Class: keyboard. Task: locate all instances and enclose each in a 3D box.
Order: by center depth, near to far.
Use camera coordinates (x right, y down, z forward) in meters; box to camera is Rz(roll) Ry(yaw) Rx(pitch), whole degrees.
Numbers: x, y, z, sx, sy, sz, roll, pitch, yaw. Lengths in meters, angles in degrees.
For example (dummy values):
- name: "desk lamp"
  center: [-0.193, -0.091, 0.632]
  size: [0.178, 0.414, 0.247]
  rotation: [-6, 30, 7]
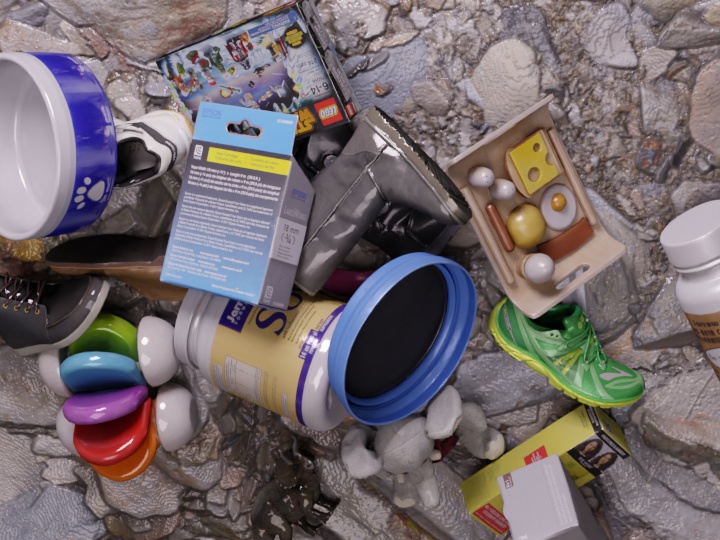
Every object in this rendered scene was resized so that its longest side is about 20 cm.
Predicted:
- name: "keyboard"
  center: [0.238, 0.045, 1.551]
  size: [0.055, 0.011, 0.203]
  rotation: [-3, 112, 14]

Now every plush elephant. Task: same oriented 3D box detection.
- name: "plush elephant"
  center: [0.065, 0.204, 1.558]
  size: [0.163, 0.155, 0.202]
  rotation: [-25, 108, 16]

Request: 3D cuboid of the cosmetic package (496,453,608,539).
- name: "cosmetic package"
  center: [0.239, 0.319, 1.570]
  size: [0.089, 0.108, 0.201]
  rotation: [-22, 136, 10]

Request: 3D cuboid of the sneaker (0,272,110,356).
- name: "sneaker"
  center: [-0.383, 0.036, 1.549]
  size: [0.199, 0.075, 0.106]
  rotation: [-23, 128, 40]

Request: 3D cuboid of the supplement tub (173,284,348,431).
- name: "supplement tub"
  center: [-0.097, 0.083, 1.514]
  size: [0.198, 0.145, 0.147]
  rotation: [20, 116, 20]

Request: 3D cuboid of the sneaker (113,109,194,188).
- name: "sneaker"
  center: [-0.283, -0.129, 1.488]
  size: [0.198, 0.088, 0.076]
  rotation: [-12, 114, 29]

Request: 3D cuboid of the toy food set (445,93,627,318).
- name: "toy food set"
  center: [0.195, -0.070, 1.442]
  size: [0.143, 0.060, 0.202]
  rotation: [-34, 108, -16]

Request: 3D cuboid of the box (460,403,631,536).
- name: "box"
  center: [0.221, 0.239, 1.599]
  size: [0.199, 0.050, 0.075]
  rotation: [-35, 130, 19]

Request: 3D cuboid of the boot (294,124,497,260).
- name: "boot"
  center: [0.034, -0.110, 1.488]
  size: [0.199, 0.066, 0.165]
  rotation: [39, 99, 1]

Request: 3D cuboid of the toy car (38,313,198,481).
- name: "toy car"
  center: [-0.298, 0.157, 1.588]
  size: [0.172, 0.150, 0.203]
  rotation: [-7, 112, 10]

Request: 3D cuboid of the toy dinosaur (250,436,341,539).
- name: "toy dinosaur"
  center: [-0.092, 0.297, 1.674]
  size: [0.102, 0.077, 0.201]
  rotation: [38, 118, 4]

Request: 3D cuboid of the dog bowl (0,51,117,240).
- name: "dog bowl"
  center: [-0.354, -0.137, 1.456]
  size: [0.198, 0.078, 0.204]
  rotation: [11, 105, 43]

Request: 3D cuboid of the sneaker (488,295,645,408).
- name: "sneaker"
  center: [0.242, 0.089, 1.522]
  size: [0.198, 0.074, 0.084]
  rotation: [30, 120, 0]

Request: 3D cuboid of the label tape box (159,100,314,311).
- name: "label tape box"
  center: [-0.126, -0.070, 1.435]
  size: [0.143, 0.063, 0.203]
  rotation: [13, 88, 33]

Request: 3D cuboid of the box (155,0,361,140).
- name: "box"
  center: [-0.112, -0.202, 1.447]
  size: [0.198, 0.040, 0.138]
  rotation: [-15, 111, 31]

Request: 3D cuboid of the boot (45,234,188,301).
- name: "boot"
  center: [-0.273, 0.002, 1.569]
  size: [0.197, 0.074, 0.076]
  rotation: [1, 123, 4]

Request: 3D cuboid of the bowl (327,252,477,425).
- name: "bowl"
  center: [0.044, 0.072, 1.446]
  size: [0.039, 0.199, 0.203]
  rotation: [34, 120, 37]

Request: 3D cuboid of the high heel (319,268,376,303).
- name: "high heel"
  center: [0.000, 0.000, 1.550]
  size: [0.198, 0.067, 0.097]
  rotation: [29, 80, 1]

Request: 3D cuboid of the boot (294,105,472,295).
- name: "boot"
  center: [0.002, -0.051, 1.422]
  size: [0.200, 0.072, 0.182]
  rotation: [-47, 63, 11]

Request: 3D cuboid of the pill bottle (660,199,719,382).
- name: "pill bottle"
  center: [0.412, 0.030, 1.464]
  size: [0.113, 0.115, 0.202]
  rotation: [-26, 107, 17]
